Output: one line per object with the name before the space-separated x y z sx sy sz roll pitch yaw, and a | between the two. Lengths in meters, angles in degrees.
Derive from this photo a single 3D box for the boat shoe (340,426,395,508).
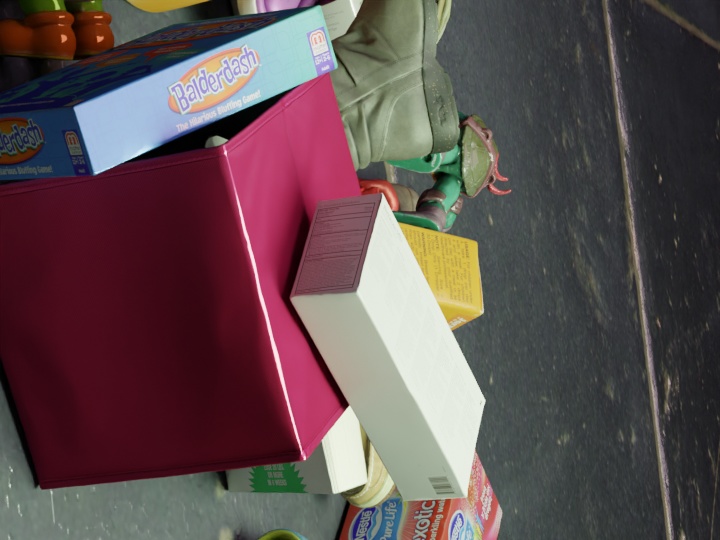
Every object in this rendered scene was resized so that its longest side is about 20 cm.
boat shoe | -0.016 0.093 1.696 0.076 0.071 0.201 26 47 -48

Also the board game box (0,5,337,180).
board game box | -0.136 -0.108 1.277 0.199 0.152 0.045 -28 108 -40

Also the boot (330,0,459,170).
boot | -0.007 -0.169 1.577 0.068 0.130 0.201 165 -87 -74

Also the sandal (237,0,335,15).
sandal | -0.025 -0.247 1.620 0.083 0.050 0.203 57 49 -36

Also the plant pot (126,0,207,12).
plant pot | -0.089 -0.303 1.505 0.200 0.182 0.202 -9 90 -67

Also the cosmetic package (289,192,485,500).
cosmetic package | 0.020 0.052 1.309 0.083 0.050 0.201 -73 148 -40

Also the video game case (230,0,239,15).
video game case | -0.054 -0.199 1.755 0.182 0.022 0.201 -40 118 -64

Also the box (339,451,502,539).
box | 0.042 0.241 1.720 0.201 0.099 0.096 -71 144 -48

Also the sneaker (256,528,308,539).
sneaker | -0.051 0.283 1.520 0.131 0.079 0.201 47 31 -56

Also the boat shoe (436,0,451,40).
boat shoe | 0.043 -0.250 1.663 0.201 0.073 0.063 91 4 -51

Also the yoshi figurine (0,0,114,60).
yoshi figurine | -0.211 -0.238 1.351 0.111 0.112 0.202 0 97 -27

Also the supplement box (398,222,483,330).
supplement box | 0.000 0.000 1.595 0.199 0.066 0.069 10 63 -37

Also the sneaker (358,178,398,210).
sneaker | -0.025 -0.047 1.686 0.200 0.084 0.078 -32 110 -65

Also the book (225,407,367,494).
book | -0.065 0.058 1.499 0.048 0.133 0.201 -14 95 -39

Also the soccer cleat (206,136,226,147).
soccer cleat | -0.053 -0.133 1.638 0.200 0.070 0.087 -22 103 -54

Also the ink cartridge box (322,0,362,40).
ink cartridge box | -0.029 -0.270 1.729 0.117 0.067 0.201 -55 131 -57

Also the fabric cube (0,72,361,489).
fabric cube | -0.110 0.001 1.332 0.200 0.195 0.201 -47 124 -62

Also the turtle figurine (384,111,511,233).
turtle figurine | 0.063 -0.094 1.725 0.200 0.100 0.151 -56 130 -68

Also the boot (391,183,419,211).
boot | 0.037 0.016 1.833 0.146 0.070 0.201 37 49 -61
